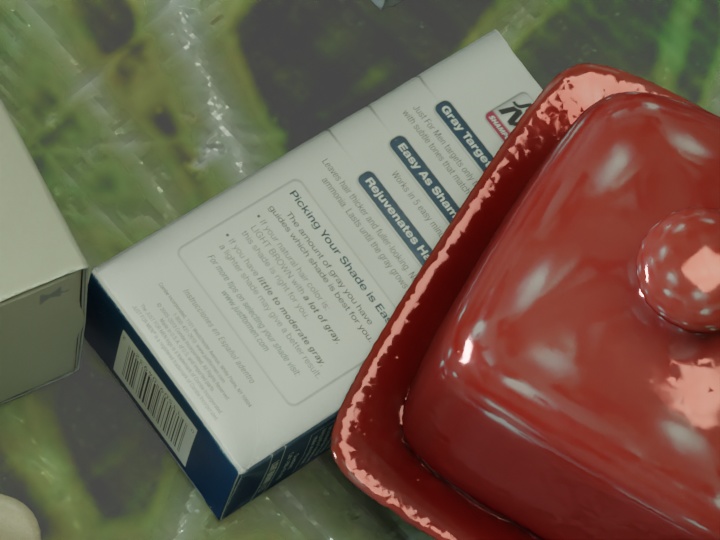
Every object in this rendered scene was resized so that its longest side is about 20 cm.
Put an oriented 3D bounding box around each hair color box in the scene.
[{"bbox_3d":[0.000,0.000,1.048,0.200,0.061,0.100,-32,76,-22],"label":"hair color box"}]

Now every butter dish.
[{"bbox_3d":[0.113,0.021,0.943,0.199,0.148,0.200,30,73,11],"label":"butter dish"}]

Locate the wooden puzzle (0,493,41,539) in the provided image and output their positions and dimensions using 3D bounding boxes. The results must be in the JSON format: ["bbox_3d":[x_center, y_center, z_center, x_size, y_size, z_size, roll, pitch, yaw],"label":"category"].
[{"bbox_3d":[-0.211,0.098,0.915,0.185,0.037,0.200,18,20,-2],"label":"wooden puzzle"}]

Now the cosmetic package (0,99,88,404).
[{"bbox_3d":[-0.179,-0.050,1.017,0.073,0.104,0.200,-23,70,-18],"label":"cosmetic package"}]

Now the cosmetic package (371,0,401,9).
[{"bbox_3d":[0.052,-0.219,1.151,0.200,0.081,0.113,-36,76,-24],"label":"cosmetic package"}]
